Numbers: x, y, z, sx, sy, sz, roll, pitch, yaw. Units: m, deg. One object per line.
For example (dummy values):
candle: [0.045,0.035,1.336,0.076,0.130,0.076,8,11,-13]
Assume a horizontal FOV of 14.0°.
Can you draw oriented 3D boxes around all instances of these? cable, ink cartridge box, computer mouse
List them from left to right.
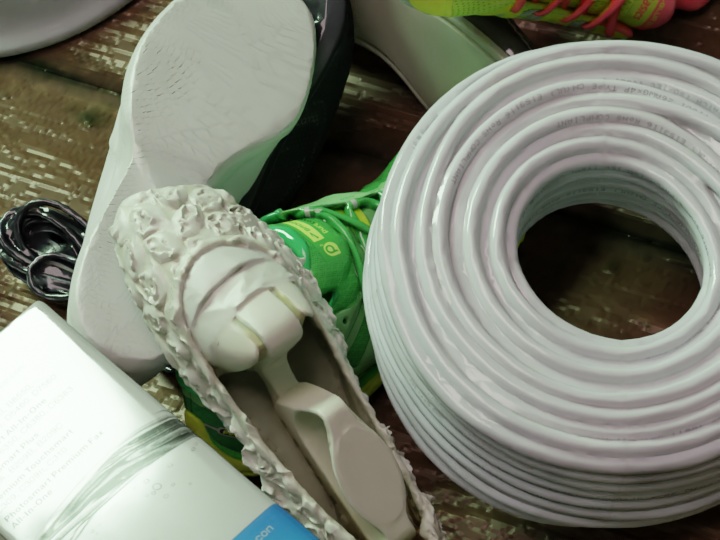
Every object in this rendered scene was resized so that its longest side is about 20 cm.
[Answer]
ink cartridge box: [-0.072,0.122,1.133,0.084,0.146,0.200,-43,53,-11]
computer mouse: [-0.066,-0.058,1.318,0.138,0.053,0.200,29,88,31]
cable: [0.101,0.003,1.173,0.199,0.069,0.200,5,65,-1]

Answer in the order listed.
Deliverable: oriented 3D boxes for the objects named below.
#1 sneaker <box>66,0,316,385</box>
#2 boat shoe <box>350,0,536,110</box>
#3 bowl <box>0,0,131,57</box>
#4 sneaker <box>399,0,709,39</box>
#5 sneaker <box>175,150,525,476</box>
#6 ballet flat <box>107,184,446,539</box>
sneaker: [-0.082,-0.035,1.253,0.075,0.089,0.200,25,64,-4]
boat shoe: [0.028,-0.119,1.326,0.057,0.067,0.200,-33,51,-31]
bowl: [-0.181,-0.209,1.455,0.201,0.090,0.201,-10,53,13]
sneaker: [0.093,-0.137,1.262,0.090,0.078,0.200,40,33,22]
sneaker: [0.000,0.000,1.234,0.074,0.084,0.200,32,74,33]
ballet flat: [-0.024,0.045,1.160,0.072,0.072,0.200,-34,91,-6]
